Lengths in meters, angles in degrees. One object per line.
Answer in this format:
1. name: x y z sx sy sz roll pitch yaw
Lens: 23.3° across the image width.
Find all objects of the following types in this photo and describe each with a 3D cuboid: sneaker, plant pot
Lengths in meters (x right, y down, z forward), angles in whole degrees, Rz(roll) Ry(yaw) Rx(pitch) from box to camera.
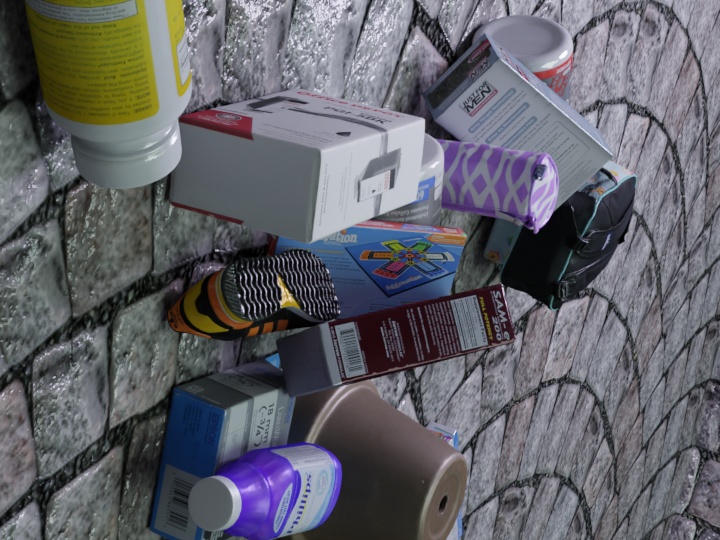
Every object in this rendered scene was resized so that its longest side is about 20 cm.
1. sneaker: -0.098 0.027 1.597 0.200 0.090 0.070 -1 73 -61
2. plant pot: 0.014 0.220 1.845 0.200 0.174 0.201 -46 145 -46

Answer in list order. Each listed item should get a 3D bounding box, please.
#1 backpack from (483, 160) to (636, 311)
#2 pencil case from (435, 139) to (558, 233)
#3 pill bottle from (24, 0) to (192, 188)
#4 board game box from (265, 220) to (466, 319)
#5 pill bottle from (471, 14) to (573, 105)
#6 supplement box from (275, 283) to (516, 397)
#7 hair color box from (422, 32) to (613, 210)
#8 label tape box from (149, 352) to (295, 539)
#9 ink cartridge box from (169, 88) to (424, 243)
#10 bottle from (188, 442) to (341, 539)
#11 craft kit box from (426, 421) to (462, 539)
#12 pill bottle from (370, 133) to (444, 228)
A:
1. backpack: 0.256 -0.064 2.185 0.200 0.153 0.177 -25 139 -50
2. pencil case: 0.109 -0.089 1.815 0.084 0.199 0.086 50 55 -55
3. pill bottle: -0.180 -0.163 1.256 0.111 0.111 0.201 -48 146 -42
4. board game box: 0.000 0.000 1.695 0.199 0.019 0.104 5 116 -26
5. pill bottle: 0.184 -0.181 2.007 0.116 0.115 0.201 -47 146 -43
6. supplement box: 0.034 0.066 1.650 0.199 0.109 0.061 -11 85 -27
7. hair color box: 0.173 -0.159 1.908 0.099 0.061 0.200 -43 125 17
8. label tape box: -0.113 0.169 1.674 0.200 0.063 0.145 -16 121 -61
9. ink cartridge box: -0.052 -0.097 1.528 0.200 0.146 0.083 -25 126 -60
10. bottle: -0.087 0.204 1.595 0.200 0.065 0.084 5 105 -65
11. craft kit box: 0.063 0.325 2.176 0.198 0.048 0.201 -53 149 -41
12. pill bottle: 0.024 -0.034 1.768 0.114 0.113 0.201 -40 140 -50
